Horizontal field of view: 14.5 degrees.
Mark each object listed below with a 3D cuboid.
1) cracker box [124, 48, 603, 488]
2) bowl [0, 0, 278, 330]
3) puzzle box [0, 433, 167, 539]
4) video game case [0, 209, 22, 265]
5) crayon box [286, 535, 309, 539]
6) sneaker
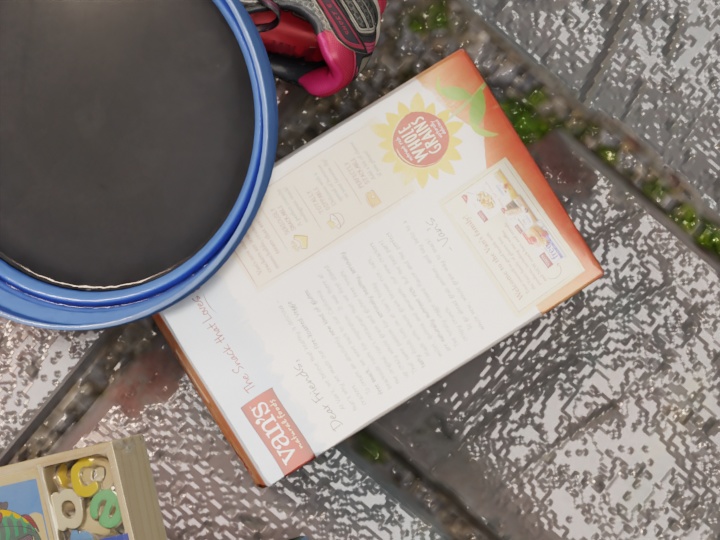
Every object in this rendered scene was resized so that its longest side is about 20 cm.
[{"bbox_3d":[0.000,0.000,1.400,0.200,0.058,0.134,-31,89,-8],"label":"cracker box"},{"bbox_3d":[-0.133,-0.072,1.341,0.200,0.039,0.201,1,96,15],"label":"bowl"},{"bbox_3d":[-0.169,0.160,1.325,0.200,0.025,0.133,-16,87,34],"label":"puzzle box"},{"bbox_3d":[-0.248,-0.083,1.395,0.182,0.024,0.200,-15,87,-8],"label":"video game case"},{"bbox_3d":[-0.029,0.235,1.344,0.051,0.126,0.200,-19,89,13],"label":"crayon box"},{"bbox_3d":[-0.084,-0.149,1.377,0.200,0.081,0.075,18,42,-4],"label":"sneaker"}]
